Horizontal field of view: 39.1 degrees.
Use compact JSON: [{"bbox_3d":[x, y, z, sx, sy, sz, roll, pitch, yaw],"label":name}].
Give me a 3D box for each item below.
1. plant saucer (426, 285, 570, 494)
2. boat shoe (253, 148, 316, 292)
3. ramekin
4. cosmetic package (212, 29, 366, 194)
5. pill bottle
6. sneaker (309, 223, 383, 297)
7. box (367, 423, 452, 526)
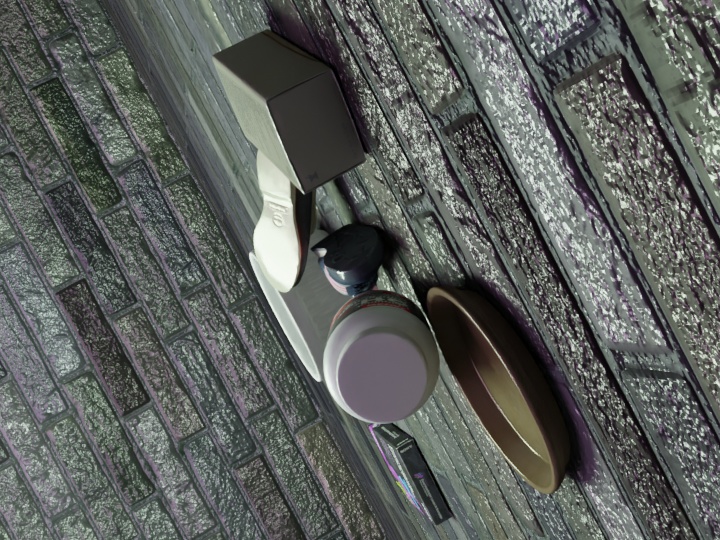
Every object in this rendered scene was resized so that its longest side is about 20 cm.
[{"bbox_3d":[0.119,0.097,0.870,0.201,0.029,0.200,58,168,19],"label":"plant saucer"},{"bbox_3d":[-0.079,-0.067,1.157,0.071,0.062,0.201,23,128,28],"label":"boat shoe"},{"bbox_3d":[-0.060,0.038,1.381,0.201,0.105,0.200,58,169,19],"label":"ramekin"},{"bbox_3d":[-0.076,-0.164,1.012,0.200,0.073,0.104,45,160,57],"label":"cosmetic package"},{"bbox_3d":[0.020,0.084,0.982,0.111,0.110,0.200,62,-177,-5],"label":"pill bottle"},{"bbox_3d":[0.000,0.000,1.111,0.082,0.070,0.200,59,177,-12],"label":"sneaker"},{"bbox_3d":[0.077,0.324,1.658,0.144,0.036,0.200,63,168,-7],"label":"box"}]
